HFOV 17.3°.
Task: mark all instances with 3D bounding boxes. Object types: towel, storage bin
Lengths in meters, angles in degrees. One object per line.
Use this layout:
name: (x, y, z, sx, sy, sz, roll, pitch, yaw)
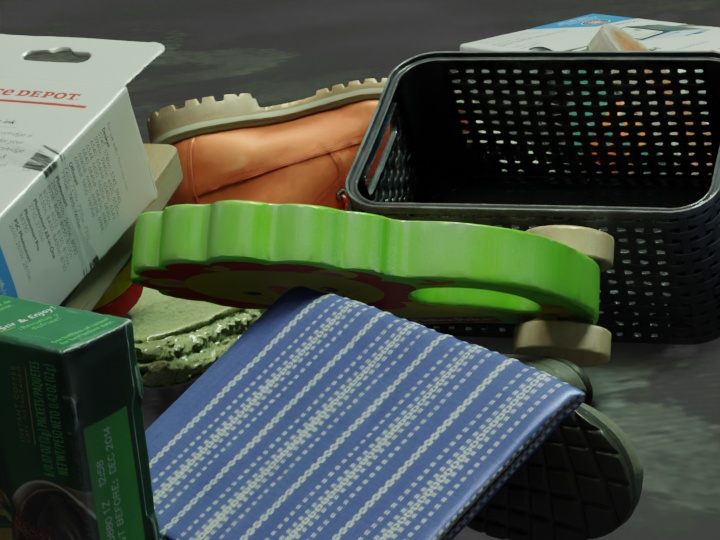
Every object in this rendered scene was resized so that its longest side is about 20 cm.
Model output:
towel: (-0.016, 0.077, 0.971, 0.145, 0.024, 0.200, -46, 34, -18)
storage bin: (0.106, -0.041, 1.262, 0.199, 0.094, 0.135, 1, 42, 19)
towel: (-0.103, 0.023, 1.276, 0.148, 0.037, 0.200, 7, 21, 36)

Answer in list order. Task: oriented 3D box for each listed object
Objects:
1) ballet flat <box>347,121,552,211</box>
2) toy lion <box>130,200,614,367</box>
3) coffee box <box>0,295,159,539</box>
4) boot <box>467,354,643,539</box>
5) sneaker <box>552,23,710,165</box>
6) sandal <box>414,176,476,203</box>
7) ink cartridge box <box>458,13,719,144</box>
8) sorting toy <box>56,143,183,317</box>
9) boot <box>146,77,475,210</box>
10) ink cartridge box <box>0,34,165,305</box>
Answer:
ballet flat: (0.054, -0.062, 1.489, 0.199, 0.072, 0.072, -4, 16, -2)
toy lion: (0.000, 0.000, 1.117, 0.199, 0.069, 0.192, -2, -12, 27)
coffee box: (-0.172, 0.069, 0.979, 0.200, 0.123, 0.044, 10, 24, 37)
boot: (0.064, 0.062, 1.043, 0.200, 0.068, 0.130, 6, 16, 40)
sneaker: (0.175, -0.065, 1.446, 0.071, 0.080, 0.200, 22, 28, -34)
sandal: (0.065, -0.035, 1.396, 0.206, 0.059, 0.079, -9, 16, -18)
ink cartridge box: (0.188, -0.118, 1.616, 0.146, 0.086, 0.200, -17, 19, -40)
sorting toy: (-0.208, 0.018, 1.180, 0.198, 0.070, 0.200, 1, 35, 22)
boot: (-0.022, -0.055, 1.425, 0.199, 0.108, 0.075, -10, -15, -7)
ink cartridge box: (-0.177, -0.034, 1.118, 0.116, 0.068, 0.200, 6, 38, 28)
